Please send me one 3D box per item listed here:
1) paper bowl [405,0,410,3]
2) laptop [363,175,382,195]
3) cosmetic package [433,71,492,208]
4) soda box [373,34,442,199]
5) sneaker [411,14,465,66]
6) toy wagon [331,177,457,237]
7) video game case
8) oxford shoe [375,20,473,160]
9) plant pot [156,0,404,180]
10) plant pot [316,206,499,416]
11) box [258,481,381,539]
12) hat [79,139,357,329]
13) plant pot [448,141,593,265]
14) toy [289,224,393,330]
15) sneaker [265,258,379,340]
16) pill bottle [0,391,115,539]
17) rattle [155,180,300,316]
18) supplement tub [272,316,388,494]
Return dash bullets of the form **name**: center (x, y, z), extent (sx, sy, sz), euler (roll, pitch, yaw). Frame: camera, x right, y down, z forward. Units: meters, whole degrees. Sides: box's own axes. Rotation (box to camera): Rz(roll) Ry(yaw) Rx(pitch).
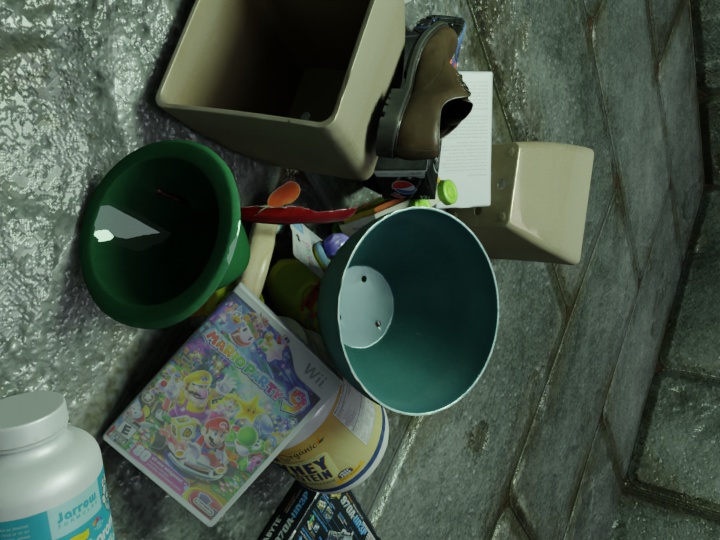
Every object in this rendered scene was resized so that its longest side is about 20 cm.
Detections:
- **paper bowl**: center (0.035, -0.450, 0.834), extent (0.199, 0.103, 0.206), euler (-11, 104, -53)
- **laptop**: center (0.058, -0.212, 0.891), extent (0.113, 0.200, 0.192), euler (-6, 103, -9)
- **cosmetic package**: center (0.147, -0.203, 1.018), extent (0.099, 0.071, 0.205), euler (-5, 101, -20)
- **soda box**: center (0.066, -0.189, 0.790), extent (0.064, 0.069, 0.204), euler (57, 38, -61)
- **sneaker**: center (0.101, -0.283, 0.917), extent (0.079, 0.074, 0.203), euler (77, 29, -59)
- **toy wagon**: center (0.056, -0.088, 0.876), extent (0.199, 0.153, 0.040), euler (-33, 104, -45)
- **video game case**: center (-0.133, 0.134, 0.638), extent (0.143, 0.018, 0.200), euler (43, 92, -10)
- **oxford shoe**: center (0.081, -0.186, 0.687), extent (0.073, 0.083, 0.203), euler (87, 19, -57)
- **plant pot**: center (-0.054, -0.203, 0.679), extent (0.177, 0.196, 0.204), euler (45, 60, -62)
- **plant pot**: center (0.030, 0.040, 0.694), extent (0.196, 0.134, 0.205), euler (1, 89, -31)
- **box**: center (-0.055, 0.384, 0.895), extent (0.160, 0.045, 0.202), euler (-53, 134, -34)
- **hat**: center (-0.136, -0.017, 0.630), extent (0.176, 0.196, 0.170), euler (28, 71, -65)
- **plant pot**: center (0.262, -0.129, 1.129), extent (0.175, 0.198, 0.205), euler (10, 88, -42)
- **toy**: center (0.000, 0.000, 0.801), extent (0.047, 0.116, 0.199), euler (-42, 117, 13)
- **sneaker**: center (-0.029, 0.054, 0.791), extent (0.199, 0.090, 0.079), euler (39, 81, -14)
- **pill bottle**: center (-0.263, 0.208, 0.535), extent (0.110, 0.109, 0.205), euler (-20, 112, -49)
- **rattle**: center (-0.153, -0.028, 0.712), extent (0.131, 0.139, 0.204), euler (95, 4, -63)
- **supplement tub**: center (-0.065, 0.160, 0.764), extent (0.201, 0.142, 0.146), euler (53, 56, -43)
